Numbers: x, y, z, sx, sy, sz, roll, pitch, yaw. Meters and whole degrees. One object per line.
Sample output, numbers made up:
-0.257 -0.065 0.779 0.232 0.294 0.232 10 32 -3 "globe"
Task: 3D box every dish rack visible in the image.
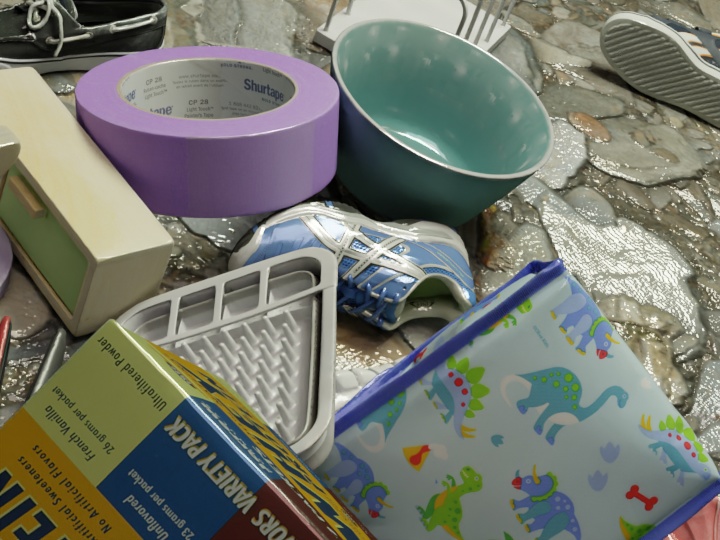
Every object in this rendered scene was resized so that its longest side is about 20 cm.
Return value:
-0.088 0.075 0.729 0.171 0.044 0.200 -17 33 12 "dish rack"

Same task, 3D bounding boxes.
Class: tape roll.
-0.117 -0.112 0.907 0.200 0.066 0.200 3 28 -1 "tape roll"

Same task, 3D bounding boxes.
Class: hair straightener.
-0.198 0.114 0.703 0.077 0.041 0.200 12 43 -12 "hair straightener"

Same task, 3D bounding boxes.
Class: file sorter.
0.073 -0.281 1.171 0.139 0.125 0.200 31 43 10 "file sorter"

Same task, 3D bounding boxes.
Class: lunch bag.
0.085 0.116 0.715 0.200 0.127 0.170 -38 89 -1 "lunch bag"

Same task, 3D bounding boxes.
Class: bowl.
0.052 -0.112 0.995 0.200 0.105 0.201 16 42 -15 "bowl"

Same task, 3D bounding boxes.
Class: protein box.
-0.107 0.150 0.519 0.135 0.200 0.199 44 85 12 "protein box"

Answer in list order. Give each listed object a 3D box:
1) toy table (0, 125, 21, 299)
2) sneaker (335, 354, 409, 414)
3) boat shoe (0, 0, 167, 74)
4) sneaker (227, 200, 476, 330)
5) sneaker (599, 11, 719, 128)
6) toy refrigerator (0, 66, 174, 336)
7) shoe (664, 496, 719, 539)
-0.308 -0.021 0.739 0.184 0.117 0.200 36 42 14 "toy table"
0.038 0.106 0.809 0.200 0.078 0.091 -16 70 -31 "sneaker"
-0.258 -0.206 0.987 0.199 0.068 0.074 -2 47 -26 "boat shoe"
0.000 0.000 0.883 0.200 0.076 0.077 0 42 -22 "sneaker"
0.349 -0.226 1.273 0.200 0.078 0.079 30 46 -9 "sneaker"
-0.222 -0.053 0.836 0.070 0.076 0.200 -17 56 -42 "toy refrigerator"
0.228 0.207 0.746 0.200 0.091 0.071 47 2 29 "shoe"
